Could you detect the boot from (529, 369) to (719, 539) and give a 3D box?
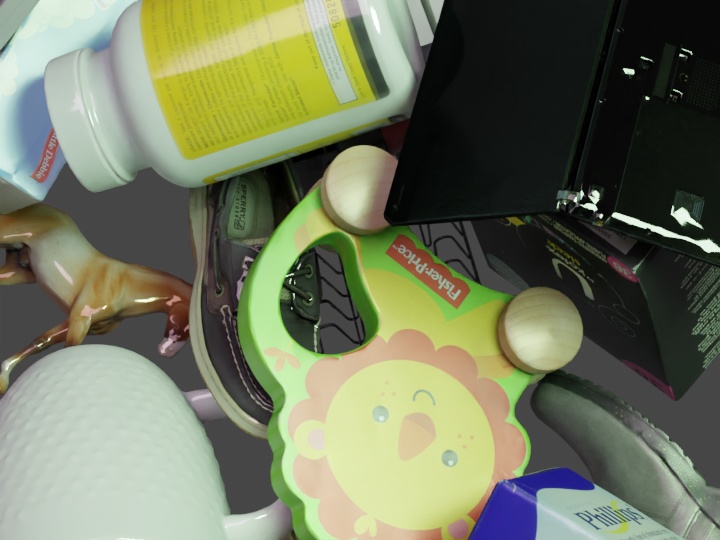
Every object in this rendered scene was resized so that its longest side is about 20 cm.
[{"bbox_3d":[0.141,0.153,1.161,0.200,0.070,0.132,39,86,30],"label":"boot"}]

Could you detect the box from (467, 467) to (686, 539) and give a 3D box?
[{"bbox_3d":[0.128,0.229,1.067,0.200,0.105,0.184,30,102,23],"label":"box"}]

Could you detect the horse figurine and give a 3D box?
[{"bbox_3d":[-0.201,0.010,1.312,0.133,0.050,0.200,-41,56,-21],"label":"horse figurine"}]

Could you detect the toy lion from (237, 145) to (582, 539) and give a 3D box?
[{"bbox_3d":[0.014,0.062,1.136,0.200,0.069,0.192,39,68,-3],"label":"toy lion"}]

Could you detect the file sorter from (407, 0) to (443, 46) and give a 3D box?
[{"bbox_3d":[0.001,-0.205,1.322,0.200,0.125,0.139,-4,65,13],"label":"file sorter"}]

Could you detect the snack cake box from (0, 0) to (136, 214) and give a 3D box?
[{"bbox_3d":[-0.186,-0.138,1.281,0.067,0.115,0.200,32,76,-16],"label":"snack cake box"}]

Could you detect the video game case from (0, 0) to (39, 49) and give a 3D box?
[{"bbox_3d":[-0.194,-0.209,1.272,0.018,0.143,0.200,31,47,-19],"label":"video game case"}]

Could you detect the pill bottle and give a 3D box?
[{"bbox_3d":[-0.070,-0.112,1.172,0.200,0.112,0.112,-17,63,10],"label":"pill bottle"}]

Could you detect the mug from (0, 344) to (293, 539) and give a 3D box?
[{"bbox_3d":[-0.123,0.127,1.176,0.200,0.148,0.175,-15,43,3],"label":"mug"}]

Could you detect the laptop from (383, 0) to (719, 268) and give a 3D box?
[{"bbox_3d":[0.137,-0.085,1.073,0.200,0.103,0.177,18,71,-6],"label":"laptop"}]

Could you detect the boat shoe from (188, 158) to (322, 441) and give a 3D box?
[{"bbox_3d":[-0.057,0.003,1.193,0.072,0.065,0.200,9,49,-22],"label":"boat shoe"}]

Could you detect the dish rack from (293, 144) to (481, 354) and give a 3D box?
[{"bbox_3d":[0.000,0.000,1.269,0.153,0.055,0.200,-18,64,6],"label":"dish rack"}]

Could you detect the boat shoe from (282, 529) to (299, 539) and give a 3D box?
[{"bbox_3d":[-0.021,0.153,1.189,0.200,0.065,0.072,-44,79,-4],"label":"boat shoe"}]

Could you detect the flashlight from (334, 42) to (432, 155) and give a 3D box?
[{"bbox_3d":[0.070,-0.121,1.244,0.200,0.068,0.068,-21,26,-2],"label":"flashlight"}]

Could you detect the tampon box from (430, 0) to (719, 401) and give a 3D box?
[{"bbox_3d":[0.148,-0.044,1.170,0.150,0.200,0.126,37,80,26],"label":"tampon box"}]
